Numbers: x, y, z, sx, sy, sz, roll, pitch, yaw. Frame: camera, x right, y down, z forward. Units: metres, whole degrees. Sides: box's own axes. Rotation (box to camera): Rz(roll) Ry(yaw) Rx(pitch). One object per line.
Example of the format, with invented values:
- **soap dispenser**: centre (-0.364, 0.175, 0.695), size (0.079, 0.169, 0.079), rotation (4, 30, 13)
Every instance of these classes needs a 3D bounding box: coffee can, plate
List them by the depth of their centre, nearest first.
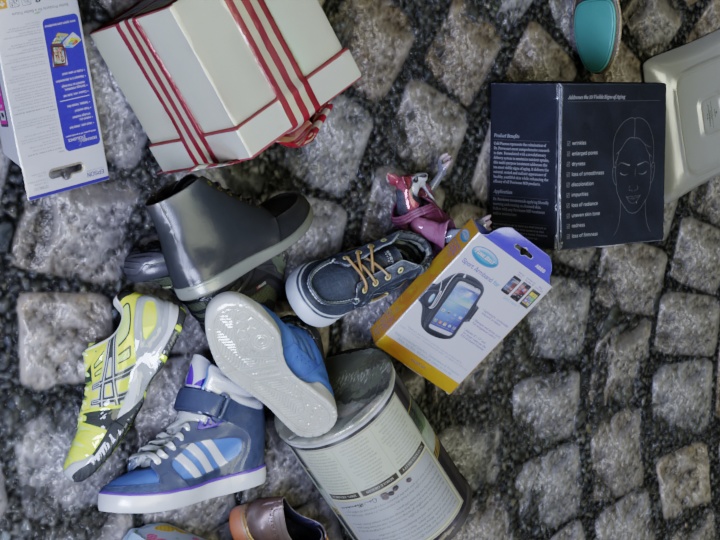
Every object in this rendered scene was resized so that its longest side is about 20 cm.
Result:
- **coffee can**: centre (0.016, 0.206, 1.766), size (0.146, 0.146, 0.200), rotation (-48, 123, -27)
- **plate**: centre (0.469, -0.213, 2.192), size (0.200, 0.032, 0.200), rotation (-25, 110, -37)

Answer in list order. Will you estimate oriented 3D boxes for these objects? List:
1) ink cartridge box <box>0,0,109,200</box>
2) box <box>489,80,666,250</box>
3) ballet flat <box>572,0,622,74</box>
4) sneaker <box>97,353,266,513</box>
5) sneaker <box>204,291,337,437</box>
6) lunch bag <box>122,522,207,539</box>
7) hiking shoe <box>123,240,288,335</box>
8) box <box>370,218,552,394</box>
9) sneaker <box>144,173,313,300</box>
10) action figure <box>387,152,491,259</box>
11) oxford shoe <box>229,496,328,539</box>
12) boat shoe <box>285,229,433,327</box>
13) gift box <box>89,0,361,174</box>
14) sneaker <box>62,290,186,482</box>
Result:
- **ink cartridge box**: centre (-0.300, -0.174, 1.518), size (0.095, 0.037, 0.201), rotation (-20, 105, -39)
- **box**: centre (0.266, -0.132, 1.962), size (0.200, 0.124, 0.197), rotation (-5, 100, -40)
- **ballet flat**: centre (0.300, -0.348, 2.007), size (0.065, 0.070, 0.201), rotation (-30, 119, -50)
- **sneaker**: centre (-0.185, 0.161, 1.638), size (0.200, 0.080, 0.147), rotation (-8, 92, -37)
- **sneaker**: centre (-0.096, 0.074, 1.654), size (0.077, 0.111, 0.200), rotation (-34, 123, 13)
- **lunch bag**: centre (-0.145, 0.344, 1.628), size (0.200, 0.169, 0.127), rotation (48, 66, -37)
- **hiking shoe**: centre (-0.154, 0.020, 1.642), size (0.200, 0.076, 0.101), rotation (2, 91, -42)
- **box**: centre (0.120, 0.034, 1.799), size (0.119, 0.042, 0.200), rotation (35, 105, -26)
- **sneaker**: centre (-0.123, -0.060, 1.572), size (0.200, 0.075, 0.106), rotation (-39, 114, -49)
- **action figure**: centre (0.083, -0.038, 1.850), size (0.149, 0.134, 0.200), rotation (-37, 117, 10)
- **oxford shoe**: centre (-0.060, 0.320, 1.748), size (0.200, 0.073, 0.071), rotation (51, 24, -33)
- **boat shoe**: centre (0.000, 0.000, 1.728), size (0.071, 0.091, 0.200), rotation (60, 29, 6)
- **gift box**: centre (-0.141, -0.191, 1.568), size (0.200, 0.184, 0.187), rotation (-39, 110, -27)
- **sneaker**: centre (-0.248, 0.113, 1.589), size (0.076, 0.075, 0.200), rotation (28, 79, -5)
